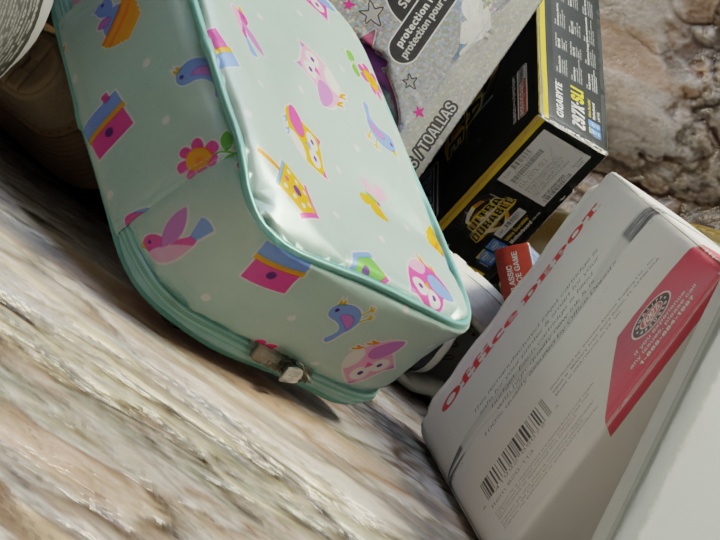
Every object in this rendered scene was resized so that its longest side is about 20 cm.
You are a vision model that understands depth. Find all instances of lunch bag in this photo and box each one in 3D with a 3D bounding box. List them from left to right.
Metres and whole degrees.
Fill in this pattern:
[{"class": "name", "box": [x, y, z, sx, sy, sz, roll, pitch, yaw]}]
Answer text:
[{"class": "lunch bag", "box": [-0.039, -0.043, 1.182, 0.160, 0.077, 0.200, 30, 33, -48]}]

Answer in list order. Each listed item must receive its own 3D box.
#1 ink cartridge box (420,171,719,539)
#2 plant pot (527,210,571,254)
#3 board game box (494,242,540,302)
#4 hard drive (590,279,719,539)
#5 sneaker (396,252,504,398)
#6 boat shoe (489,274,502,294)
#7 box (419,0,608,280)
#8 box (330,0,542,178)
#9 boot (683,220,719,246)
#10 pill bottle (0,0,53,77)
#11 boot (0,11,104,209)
[{"class": "ink cartridge box", "box": [0.110, 0.055, 1.189, 0.083, 0.147, 0.200, 35, 6, -13]}, {"class": "plant pot", "box": [0.151, 0.054, 1.662, 0.200, 0.027, 0.200, 43, -21, 21]}, {"class": "board game box", "box": [0.094, 0.047, 1.424, 0.200, 0.019, 0.103, 29, 47, -80]}, {"class": "hard drive", "box": [0.162, 0.082, 1.062, 0.132, 0.200, 0.026, 34, -21, -16]}, {"class": "sneaker", "box": [0.000, 0.000, 1.385, 0.200, 0.076, 0.081, 33, 16, -15]}, {"class": "boat shoe", "box": [0.079, 0.028, 1.609, 0.060, 0.072, 0.202, 28, 4, -42]}, {"class": "box", "box": [0.066, -0.078, 1.583, 0.049, 0.160, 0.200, 28, 35, -19]}, {"class": "box", "box": [-0.009, -0.111, 1.543, 0.115, 0.200, 0.132, 33, 6, -14]}, {"class": "boot", "box": [0.139, 0.060, 1.333, 0.200, 0.155, 0.072, 12, -18, 49]}, {"class": "pill bottle", "box": [-0.172, -0.108, 1.020, 0.114, 0.114, 0.200, 36, 6, 2]}, {"class": "boot", "box": [-0.134, -0.078, 1.306, 0.200, 0.072, 0.166, 45, 0, 44]}]
